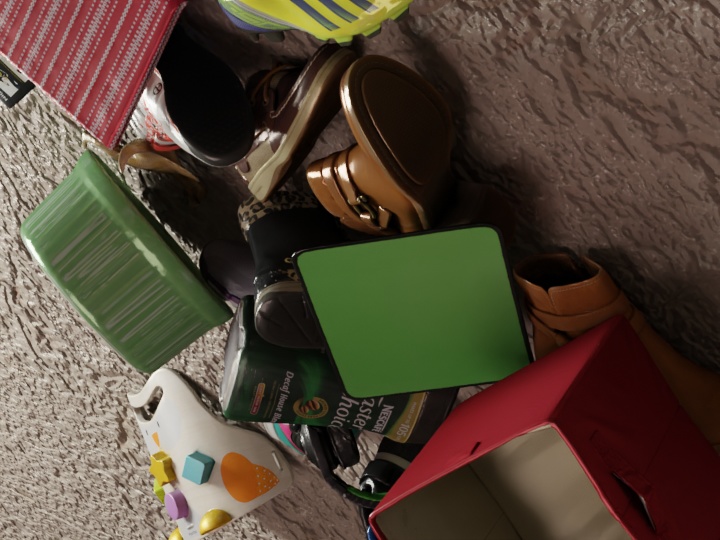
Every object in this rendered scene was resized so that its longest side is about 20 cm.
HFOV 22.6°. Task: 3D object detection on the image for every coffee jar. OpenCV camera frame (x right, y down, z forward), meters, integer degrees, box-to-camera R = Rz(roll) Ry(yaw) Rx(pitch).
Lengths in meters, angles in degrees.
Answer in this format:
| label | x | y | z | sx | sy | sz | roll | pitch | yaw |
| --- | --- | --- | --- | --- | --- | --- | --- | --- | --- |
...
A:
| label | x | y | z | sx | sy | sz | roll | pitch | yaw |
| --- | --- | --- | --- | --- | --- | --- | --- | --- | --- |
| coffee jar | -0.014 | 0.086 | 1.519 | 0.199 | 0.086 | 0.105 | 8 | 132 | -11 |

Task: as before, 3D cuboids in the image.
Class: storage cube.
| label | x | y | z | sx | sy | sz | roll | pitch | yaw |
| --- | --- | --- | --- | --- | --- | --- | --- | --- | --- |
| storage cube | 0.144 | 0.169 | 1.306 | 0.200 | 0.180 | 0.171 | -33 | 96 | 34 |

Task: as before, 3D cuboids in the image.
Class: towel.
| label | x | y | z | sx | sy | sz | roll | pitch | yaw |
| --- | --- | --- | --- | --- | --- | --- | --- | --- | --- |
| towel | -0.230 | -0.209 | 1.436 | 0.200 | 0.022 | 0.145 | 41 | 117 | 24 |

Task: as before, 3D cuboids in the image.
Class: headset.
| label | x | y | z | sx | sy | sz | roll | pitch | yaw |
| --- | --- | --- | --- | --- | --- | --- | --- | --- | --- |
| headset | -0.009 | 0.129 | 1.614 | 0.200 | 0.124 | 0.094 | 41 | -176 | -4 |

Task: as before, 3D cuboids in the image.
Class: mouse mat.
| label | x | y | z | sx | sy | sz | roll | pitch | yaw |
| --- | --- | --- | --- | --- | --- | --- | --- | --- | --- |
| mouse mat | 0.044 | 0.035 | 1.392 | 0.160 | 0.008 | 0.200 | -8 | 139 | 9 |

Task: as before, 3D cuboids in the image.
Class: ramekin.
| label | x | y | z | sx | sy | sz | roll | pitch | yaw |
| --- | --- | --- | --- | --- | --- | --- | --- | --- | --- |
| ramekin | -0.214 | -0.002 | 1.623 | 0.200 | 0.098 | 0.200 | 49 | 178 | 2 |

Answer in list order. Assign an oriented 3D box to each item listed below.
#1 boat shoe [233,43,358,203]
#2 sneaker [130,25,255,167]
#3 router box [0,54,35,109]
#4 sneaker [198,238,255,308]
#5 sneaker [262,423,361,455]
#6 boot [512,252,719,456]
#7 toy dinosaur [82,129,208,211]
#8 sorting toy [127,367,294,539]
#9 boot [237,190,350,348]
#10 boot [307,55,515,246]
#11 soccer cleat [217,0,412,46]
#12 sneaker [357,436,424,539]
| label | x | y | z | sx | sy | sz | roll | pitch | yaw |
| --- | --- | --- | --- | --- | --- | --- | --- | --- | --- |
| boat shoe | -0.064 | -0.127 | 1.421 | 0.072 | 0.072 | 0.200 | 42 | 151 | 2 |
| sneaker | -0.139 | -0.127 | 1.459 | 0.202 | 0.067 | 0.108 | 49 | 160 | 34 |
| router box | -0.338 | -0.247 | 1.571 | 0.200 | 0.051 | 0.149 | 47 | 150 | -11 |
| sneaker | -0.043 | 0.008 | 1.580 | 0.199 | 0.075 | 0.088 | 26 | 137 | 2 |
| sneaker | -0.049 | 0.118 | 1.695 | 0.120 | 0.084 | 0.200 | 25 | 154 | 32 |
| boot | 0.213 | 0.057 | 1.372 | 0.199 | 0.077 | 0.156 | 10 | 133 | 47 |
| toy dinosaur | -0.185 | -0.105 | 1.557 | 0.101 | 0.058 | 0.200 | 32 | 180 | 18 |
| sorting toy | -0.189 | 0.197 | 1.961 | 0.181 | 0.107 | 0.200 | 59 | 148 | 4 |
| boot | 0.000 | -0.001 | 1.491 | 0.202 | 0.154 | 0.074 | 4 | 126 | -19 |
| boot | 0.013 | -0.086 | 1.371 | 0.155 | 0.077 | 0.200 | 8 | 154 | 50 |
| soccer cleat | -0.036 | -0.209 | 1.288 | 0.199 | 0.065 | 0.084 | 3 | 135 | 46 |
| sneaker | 0.064 | 0.248 | 1.717 | 0.073 | 0.112 | 0.200 | -10 | 124 | 52 |
